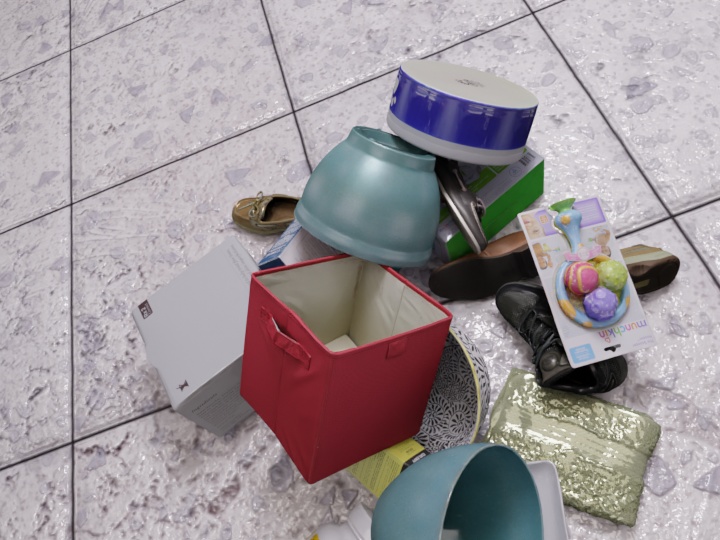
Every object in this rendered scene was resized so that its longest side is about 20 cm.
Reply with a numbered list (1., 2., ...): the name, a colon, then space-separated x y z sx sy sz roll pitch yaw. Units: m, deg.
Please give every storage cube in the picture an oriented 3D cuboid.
1. storage cube: -0.022 0.104 0.699 0.199 0.181 0.171 -12 35 -38

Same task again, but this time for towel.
1. towel: 0.259 0.218 0.740 0.198 0.037 0.149 18 70 24

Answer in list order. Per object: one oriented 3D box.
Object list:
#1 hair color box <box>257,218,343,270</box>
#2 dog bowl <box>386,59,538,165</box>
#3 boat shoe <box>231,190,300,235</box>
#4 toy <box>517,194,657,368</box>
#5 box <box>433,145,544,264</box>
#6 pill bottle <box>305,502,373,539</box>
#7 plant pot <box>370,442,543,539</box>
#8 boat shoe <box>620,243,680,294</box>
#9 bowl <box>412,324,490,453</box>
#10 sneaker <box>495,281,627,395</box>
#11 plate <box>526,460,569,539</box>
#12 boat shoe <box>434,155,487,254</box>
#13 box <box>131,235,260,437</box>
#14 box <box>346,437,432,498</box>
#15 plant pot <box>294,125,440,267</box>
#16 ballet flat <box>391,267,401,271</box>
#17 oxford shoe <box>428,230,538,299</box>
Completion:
1. hair color box: -0.059 -0.043 0.896 0.060 0.100 0.201 -16 30 45
2. dog bowl: 0.140 -0.223 0.814 0.198 0.079 0.201 10 31 -6
3. boat shoe: -0.140 -0.104 1.013 0.198 0.063 0.074 5 65 19
4. toy: 0.279 0.003 0.709 0.114 0.047 0.202 -13 71 -7
5. box: 0.155 -0.136 0.924 0.200 0.097 0.177 -40 59 -7
6. pill bottle: -0.044 0.381 0.698 0.200 0.113 0.112 -42 60 -8
7. plant pot: 0.090 0.285 0.631 0.134 0.200 0.202 -9 56 44
8. boat shoe: 0.331 0.004 0.798 0.198 0.072 0.076 -9 35 -21
9. bowl: 0.103 0.147 0.770 0.200 0.094 0.203 6 98 49
10. sneaker: 0.244 0.086 0.767 0.200 0.114 0.077 47 121 29
11. plate: 0.152 0.341 0.693 0.198 0.032 0.201 -16 60 21
12. boat shoe: 0.140 -0.115 0.826 0.057 0.067 0.201 -27 58 5
13. box: -0.200 0.095 0.876 0.199 0.131 0.199 -37 54 -5
14. box: -0.005 0.217 0.771 0.199 0.050 0.076 30 116 33
15. plant pot: 0.025 -0.110 0.786 0.200 0.199 0.135 33 115 28
16. ballet flat: 0.000 0.000 0.917 0.200 0.068 0.064 -41 50 -8
17. oxford shoe: 0.196 -0.011 0.875 0.198 0.072 0.072 -17 32 7
